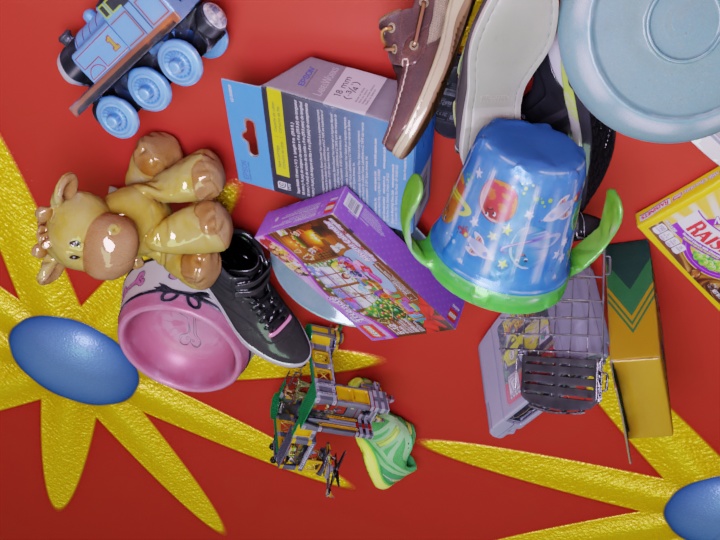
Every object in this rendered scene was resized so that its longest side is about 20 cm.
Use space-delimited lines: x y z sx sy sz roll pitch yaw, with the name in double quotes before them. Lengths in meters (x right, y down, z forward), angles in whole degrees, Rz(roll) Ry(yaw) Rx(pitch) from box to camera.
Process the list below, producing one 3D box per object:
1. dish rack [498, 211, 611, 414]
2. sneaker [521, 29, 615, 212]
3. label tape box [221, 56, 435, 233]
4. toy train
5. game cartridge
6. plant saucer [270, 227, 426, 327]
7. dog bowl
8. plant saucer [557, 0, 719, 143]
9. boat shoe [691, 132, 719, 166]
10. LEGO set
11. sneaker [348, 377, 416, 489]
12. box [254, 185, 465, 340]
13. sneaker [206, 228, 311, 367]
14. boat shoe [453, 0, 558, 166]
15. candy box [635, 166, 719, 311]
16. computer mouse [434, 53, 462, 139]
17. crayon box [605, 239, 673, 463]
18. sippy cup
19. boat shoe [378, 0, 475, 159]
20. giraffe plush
"dish rack" 0.191 0.043 0.912 0.054 0.203 0.153 4 175 -23
"sneaker" 0.191 -0.147 0.849 0.082 0.072 0.202 19 141 31
"label tape box" -0.028 -0.131 0.886 0.197 0.064 0.145 18 144 14
"toy train" -0.214 -0.214 0.859 0.199 0.087 0.114 -27 114 37
"game cartridge" 0.199 0.087 1.011 0.040 0.135 0.200 18 138 -20
"plant saucer" -0.004 -0.015 1.031 0.198 0.039 0.203 8 135 8
"dog bowl" -0.223 0.078 1.152 0.197 0.074 0.202 7 135 7
"plant saucer" 0.261 -0.202 0.726 0.197 0.027 0.203 1 107 4
"boat shoe" 0.307 -0.156 0.791 0.200 0.070 0.071 36 117 -23
"LEGO set" -0.034 0.174 1.148 0.114 0.154 0.202 12 120 -20
"sneaker" 0.031 0.217 1.241 0.082 0.074 0.202 -20 128 -2
"box" 0.000 0.000 0.959 0.200 0.039 0.136 42 147 -27
"sneaker" -0.119 0.034 1.037 0.201 0.071 0.099 50 156 -9
"boat shoe" 0.118 -0.182 0.780 0.071 0.061 0.203 0 132 -11
"candy box" 0.389 -0.018 0.940 0.199 0.027 0.102 38 127 -23
"computer mouse" 0.111 -0.208 0.821 0.058 0.034 0.201 13 131 -11
"crayon box" 0.292 0.083 0.938 0.050 0.202 0.128 -7 133 20
"sippy cup" 0.134 -0.055 0.780 0.139 0.177 0.132 38 132 30
"boat shoe" 0.048 -0.198 0.760 0.071 0.072 0.203 20 95 5
"giraffe plush" -0.254 -0.050 0.937 0.198 0.162 0.175 5 106 32
